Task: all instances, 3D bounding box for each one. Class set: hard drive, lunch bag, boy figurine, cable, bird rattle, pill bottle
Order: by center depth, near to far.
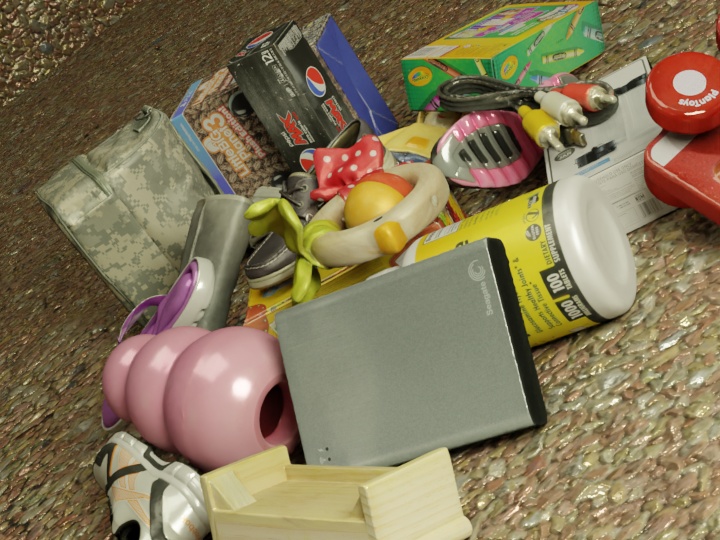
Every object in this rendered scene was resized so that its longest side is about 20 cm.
[{"bbox_3d":[0.035,0.071,1.220,0.199,0.141,0.033,-20,-12,31],"label":"hard drive"},{"bbox_3d":[0.104,0.011,1.266,0.199,0.113,0.113,-23,24,27],"label":"pill bottle"},{"bbox_3d":[0.005,-0.043,1.362,0.162,0.113,0.200,-7,21,40],"label":"bird rattle"},{"bbox_3d":[0.148,-0.157,1.430,0.097,0.051,0.200,-38,40,-17],"label":"cable"},{"bbox_3d":[0.064,-0.121,1.645,0.124,0.065,0.200,9,30,28],"label":"boy figurine"},{"bbox_3d":[-0.226,-0.056,1.765,0.167,0.200,0.139,-40,25,-7],"label":"lunch bag"}]

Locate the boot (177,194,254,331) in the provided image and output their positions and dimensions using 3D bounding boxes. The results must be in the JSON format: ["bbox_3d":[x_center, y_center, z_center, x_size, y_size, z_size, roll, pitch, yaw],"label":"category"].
[{"bbox_3d":[-0.135,0.028,1.520,0.181,0.072,0.201,3,66,56],"label":"boot"}]

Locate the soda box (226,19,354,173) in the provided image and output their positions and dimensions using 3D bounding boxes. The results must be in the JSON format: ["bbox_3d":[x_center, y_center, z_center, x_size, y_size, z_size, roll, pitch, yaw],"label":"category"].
[{"bbox_3d":[-0.056,-0.160,1.733,0.070,0.201,0.063,-18,24,33],"label":"soda box"}]

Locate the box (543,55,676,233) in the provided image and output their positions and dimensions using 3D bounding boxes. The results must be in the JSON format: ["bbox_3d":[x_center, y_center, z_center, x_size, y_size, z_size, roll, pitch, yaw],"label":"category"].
[{"bbox_3d":[0.220,-0.104,1.416,0.116,0.060,0.200,-26,22,17],"label":"box"}]

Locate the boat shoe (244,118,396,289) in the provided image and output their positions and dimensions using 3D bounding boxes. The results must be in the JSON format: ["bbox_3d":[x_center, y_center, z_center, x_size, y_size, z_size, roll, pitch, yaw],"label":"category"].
[{"bbox_3d":[-0.045,-0.063,1.482,0.072,0.065,0.200,0,39,52],"label":"boat shoe"}]

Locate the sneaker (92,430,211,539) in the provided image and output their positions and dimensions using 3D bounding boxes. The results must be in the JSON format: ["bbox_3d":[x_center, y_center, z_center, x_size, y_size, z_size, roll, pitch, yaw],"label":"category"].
[{"bbox_3d":[-0.185,0.191,1.348,0.080,0.074,0.200,-43,23,-19],"label":"sneaker"}]

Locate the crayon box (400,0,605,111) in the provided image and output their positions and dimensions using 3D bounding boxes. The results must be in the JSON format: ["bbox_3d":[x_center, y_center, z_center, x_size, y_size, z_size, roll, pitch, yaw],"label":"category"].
[{"bbox_3d":[0.149,-0.222,1.678,0.118,0.059,0.200,5,27,41],"label":"crayon box"}]

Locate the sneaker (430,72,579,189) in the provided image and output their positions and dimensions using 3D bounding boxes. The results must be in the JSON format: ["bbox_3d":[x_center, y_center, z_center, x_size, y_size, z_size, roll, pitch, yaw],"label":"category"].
[{"bbox_3d":[0.132,-0.122,1.546,0.199,0.080,0.095,-25,5,-37],"label":"sneaker"}]

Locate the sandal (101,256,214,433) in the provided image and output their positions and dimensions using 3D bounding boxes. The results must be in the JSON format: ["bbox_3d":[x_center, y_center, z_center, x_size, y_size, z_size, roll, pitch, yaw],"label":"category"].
[{"bbox_3d":[-0.195,0.060,1.469,0.203,0.050,0.083,-54,26,26],"label":"sandal"}]

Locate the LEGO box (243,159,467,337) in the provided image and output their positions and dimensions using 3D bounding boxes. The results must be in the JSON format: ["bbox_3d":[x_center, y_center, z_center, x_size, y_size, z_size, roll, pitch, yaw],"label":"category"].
[{"bbox_3d":[0.000,0.000,1.483,0.199,0.077,0.149,-28,22,14],"label":"LEGO box"}]

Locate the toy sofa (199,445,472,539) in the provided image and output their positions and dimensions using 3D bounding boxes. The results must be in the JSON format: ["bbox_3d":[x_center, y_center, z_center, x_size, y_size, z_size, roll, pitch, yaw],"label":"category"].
[{"bbox_3d":[-0.019,0.181,1.147,0.082,0.098,0.199,-18,8,-40],"label":"toy sofa"}]

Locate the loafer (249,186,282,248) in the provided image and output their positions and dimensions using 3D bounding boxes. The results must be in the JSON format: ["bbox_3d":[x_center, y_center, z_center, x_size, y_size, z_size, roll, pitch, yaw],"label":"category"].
[{"bbox_3d":[-0.046,-0.044,1.677,0.199,0.070,0.070,6,81,52],"label":"loafer"}]

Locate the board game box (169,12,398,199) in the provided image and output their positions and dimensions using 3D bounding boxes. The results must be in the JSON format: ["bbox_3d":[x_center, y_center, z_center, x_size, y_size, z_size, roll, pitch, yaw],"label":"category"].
[{"bbox_3d":[-0.084,-0.167,1.844,0.199,0.160,0.097,-24,23,24],"label":"board game box"}]

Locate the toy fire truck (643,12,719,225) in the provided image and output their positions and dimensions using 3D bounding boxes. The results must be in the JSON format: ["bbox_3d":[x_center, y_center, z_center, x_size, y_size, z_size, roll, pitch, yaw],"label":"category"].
[{"bbox_3d":[0.314,-0.105,1.226,0.200,0.112,0.168,-40,58,-20],"label":"toy fire truck"}]

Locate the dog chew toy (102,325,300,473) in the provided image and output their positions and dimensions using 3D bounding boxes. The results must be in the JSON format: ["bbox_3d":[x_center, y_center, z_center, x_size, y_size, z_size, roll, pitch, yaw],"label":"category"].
[{"bbox_3d":[-0.138,0.102,1.363,0.199,0.125,0.125,9,44,40],"label":"dog chew toy"}]
